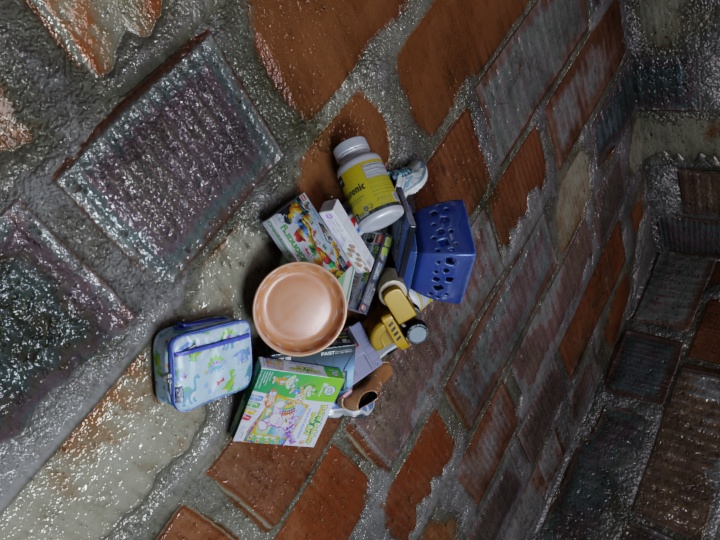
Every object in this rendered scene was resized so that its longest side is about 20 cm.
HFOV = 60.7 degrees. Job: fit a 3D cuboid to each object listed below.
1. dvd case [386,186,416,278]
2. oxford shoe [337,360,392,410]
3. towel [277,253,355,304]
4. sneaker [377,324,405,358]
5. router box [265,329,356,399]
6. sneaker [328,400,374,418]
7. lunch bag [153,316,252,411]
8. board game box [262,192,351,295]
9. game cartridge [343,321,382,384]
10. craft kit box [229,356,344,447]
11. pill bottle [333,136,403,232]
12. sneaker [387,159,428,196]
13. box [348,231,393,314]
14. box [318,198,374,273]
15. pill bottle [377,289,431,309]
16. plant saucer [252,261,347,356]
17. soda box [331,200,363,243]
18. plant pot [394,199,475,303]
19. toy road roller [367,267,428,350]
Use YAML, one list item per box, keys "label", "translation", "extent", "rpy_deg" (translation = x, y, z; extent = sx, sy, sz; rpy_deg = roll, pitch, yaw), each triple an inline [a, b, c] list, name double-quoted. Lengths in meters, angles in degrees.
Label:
- label: "dvd case"
  translation: [0.096, -0.095, 1.490]
  extent: [0.017, 0.201, 0.144]
  rpy_deg: [4, 123, -10]
- label: "oxford shoe"
  translation: [0.030, 0.297, 1.557]
  extent: [0.200, 0.071, 0.072]
  rpy_deg: [-35, 125, -44]
- label: "towel"
  translation: [-0.098, 0.006, 1.388]
  extent: [0.199, 0.023, 0.154]
  rpy_deg: [32, 56, -31]
- label: "sneaker"
  translation: [0.035, 0.215, 1.642]
  extent: [0.198, 0.112, 0.074]
  rpy_deg: [-21, 74, -16]
- label: "router box"
  translation: [-0.112, 0.221, 1.381]
  extent: [0.198, 0.062, 0.151]
  rpy_deg: [-6, 120, -18]
- label: "sneaker"
  translation: [-0.027, 0.334, 1.592]
  extent: [0.199, 0.075, 0.078]
  rpy_deg: [9, 97, -52]
- label: "lunch bag"
  translation: [-0.308, 0.176, 1.217]
  extent: [0.199, 0.082, 0.163]
  rpy_deg: [-9, 104, -50]
- label: "board game box"
  translation: [-0.114, -0.056, 1.353]
  extent: [0.201, 0.034, 0.126]
  rpy_deg: [56, 47, -13]
- label: "game cartridge"
  translation: [-0.049, 0.224, 1.512]
  extent: [0.199, 0.038, 0.130]
  rpy_deg: [-30, 93, -34]
- label: "craft kit box"
  translation: [-0.160, 0.292, 1.341]
  extent: [0.196, 0.049, 0.201]
  rpy_deg: [11, 115, -29]
- label: "pill bottle"
  translation: [0.012, -0.200, 1.414]
  extent: [0.111, 0.111, 0.202]
  rpy_deg: [-11, 74, -48]
- label: "sneaker"
  translation: [0.107, -0.234, 1.608]
  extent: [0.200, 0.077, 0.087]
  rpy_deg: [-53, 131, -27]
- label: "box"
  translation: [0.000, 0.000, 1.512]
  extent: [0.035, 0.109, 0.202]
  rpy_deg: [30, 77, -46]
- label: "box"
  translation: [-0.029, -0.075, 1.409]
  extent: [0.201, 0.038, 0.042]
  rpy_deg: [57, 38, -38]
- label: "pill bottle"
  translation: [0.138, 0.061, 1.692]
  extent: [0.200, 0.111, 0.112]
  rpy_deg: [-36, 125, -38]
- label: "plant saucer"
  translation: [-0.128, 0.079, 1.298]
  extent: [0.198, 0.037, 0.202]
  rpy_deg: [-1, 99, -10]
- label: "soda box"
  translation: [-0.018, -0.127, 1.496]
  extent: [0.200, 0.063, 0.069]
  rpy_deg: [-42, 128, -36]
- label: "plant pot"
  translation: [0.182, -0.050, 1.600]
  extent: [0.201, 0.178, 0.201]
  rpy_deg: [97, -8, -49]
- label: "toy road roller"
  translation: [0.070, 0.110, 1.531]
  extent: [0.145, 0.123, 0.201]
  rpy_deg: [-28, 114, 6]
